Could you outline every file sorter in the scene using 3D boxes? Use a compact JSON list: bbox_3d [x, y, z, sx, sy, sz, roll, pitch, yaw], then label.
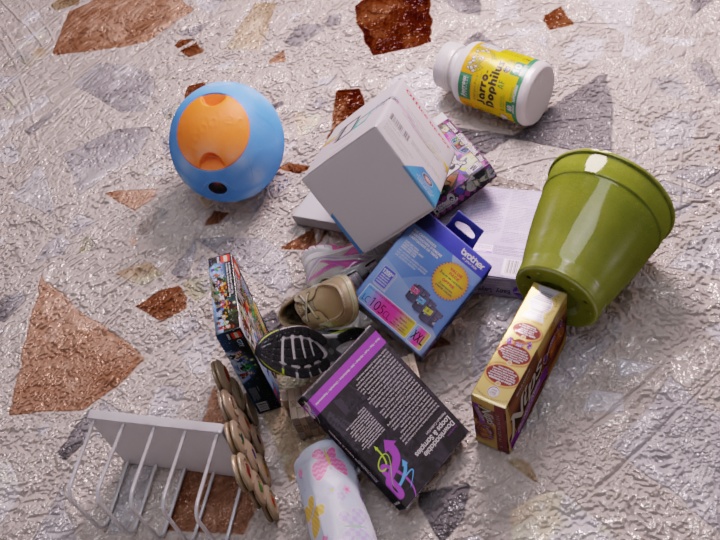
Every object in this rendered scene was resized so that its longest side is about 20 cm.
[{"bbox_3d":[-0.269,0.282,1.280,0.196,0.140,0.126,4,55,16],"label":"file sorter"}]

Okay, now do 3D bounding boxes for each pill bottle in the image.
[{"bbox_3d":[0.231,-0.338,1.691,0.198,0.114,0.113,26,60,29],"label":"pill bottle"}]

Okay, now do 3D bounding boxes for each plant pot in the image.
[{"bbox_3d":[0.318,-0.033,1.369,0.198,0.202,0.194,21,62,27],"label":"plant pot"}]

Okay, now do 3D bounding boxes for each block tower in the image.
[{"bbox_3d":[-0.010,0.180,1.357,0.196,0.054,0.058,-15,48,1],"label":"block tower"}]

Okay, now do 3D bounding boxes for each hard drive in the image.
[{"bbox_3d":[-0.016,-0.153,1.613,0.131,0.026,0.201,11,59,46],"label":"hard drive"}]

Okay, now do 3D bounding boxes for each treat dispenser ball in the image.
[{"bbox_3d":[-0.228,-0.220,1.643,0.197,0.203,0.203,-6,49,8],"label":"treat dispenser ball"}]

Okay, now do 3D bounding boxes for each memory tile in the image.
[{"bbox_3d":[-0.153,0.228,1.286,0.017,0.154,0.202,-22,51,1],"label":"memory tile"}]

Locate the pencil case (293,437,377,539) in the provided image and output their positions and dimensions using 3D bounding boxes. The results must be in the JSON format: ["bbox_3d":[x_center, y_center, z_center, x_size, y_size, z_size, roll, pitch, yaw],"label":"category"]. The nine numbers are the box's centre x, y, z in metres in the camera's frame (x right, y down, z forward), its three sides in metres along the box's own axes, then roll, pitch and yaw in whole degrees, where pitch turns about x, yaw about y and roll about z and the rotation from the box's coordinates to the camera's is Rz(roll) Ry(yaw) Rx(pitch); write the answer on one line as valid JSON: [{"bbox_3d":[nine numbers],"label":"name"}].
[{"bbox_3d":[-0.025,0.318,1.229,0.089,0.084,0.202,14,39,-31],"label":"pencil case"}]

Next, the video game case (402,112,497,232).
[{"bbox_3d":[0.106,-0.157,1.570,0.180,0.036,0.201,-35,38,4],"label":"video game case"}]

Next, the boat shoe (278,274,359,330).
[{"bbox_3d":[-0.063,0.054,1.395,0.064,0.199,0.073,-15,88,-27],"label":"boat shoe"}]

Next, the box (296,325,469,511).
[{"bbox_3d":[0.032,0.195,1.275,0.200,0.036,0.143,46,62,3],"label":"box"}]

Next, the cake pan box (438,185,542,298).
[{"bbox_3d":[0.198,-0.050,1.502,0.196,0.053,0.186,6,54,18],"label":"cake pan box"}]

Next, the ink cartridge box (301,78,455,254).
[{"bbox_3d":[0.033,-0.157,1.420,0.145,0.147,0.201,-31,17,28],"label":"ink cartridge box"}]

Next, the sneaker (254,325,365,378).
[{"bbox_3d":[-0.074,0.118,1.365,0.080,0.198,0.075,-9,79,45],"label":"sneaker"}]

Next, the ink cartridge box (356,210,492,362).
[{"bbox_3d":[0.098,0.009,1.394,0.136,0.076,0.201,38,82,7],"label":"ink cartridge box"}]

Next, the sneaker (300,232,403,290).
[{"bbox_3d":[0.000,0.000,1.486,0.197,0.081,0.090,-16,54,22],"label":"sneaker"}]

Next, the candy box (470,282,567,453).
[{"bbox_3d":[0.218,0.131,1.302,0.056,0.118,0.201,18,56,24],"label":"candy box"}]

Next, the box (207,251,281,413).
[{"bbox_3d":[-0.165,0.092,1.369,0.037,0.201,0.138,-15,49,3],"label":"box"}]
